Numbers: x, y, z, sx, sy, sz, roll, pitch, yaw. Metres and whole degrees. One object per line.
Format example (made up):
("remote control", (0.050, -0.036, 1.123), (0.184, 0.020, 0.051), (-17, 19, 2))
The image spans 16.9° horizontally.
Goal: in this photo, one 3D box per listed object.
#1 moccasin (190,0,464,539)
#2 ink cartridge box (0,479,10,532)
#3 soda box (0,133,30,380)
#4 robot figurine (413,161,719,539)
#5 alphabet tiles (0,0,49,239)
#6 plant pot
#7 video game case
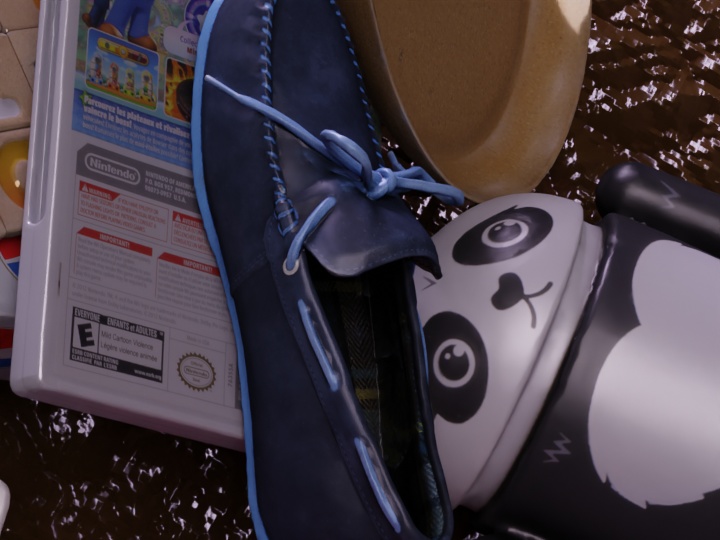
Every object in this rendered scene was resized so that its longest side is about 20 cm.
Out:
("moccasin", (0.000, 0.000, 0.772), (0.080, 0.068, 0.200), (-7, 84, -47))
("ink cartridge box", (-0.194, 0.154, 0.788), (0.116, 0.068, 0.200), (17, 72, -5))
("soda box", (-0.097, 0.000, 0.808), (0.200, 0.068, 0.064), (8, 68, -40))
("robot figurine", (0.101, 0.051, 0.843), (0.200, 0.150, 0.125), (24, 115, -3))
("alphabet tiles", (-0.122, -0.091, 0.779), (0.200, 0.008, 0.167), (-15, 77, -48))
("plant pot", (0.035, -0.123, 0.872), (0.027, 0.200, 0.200), (-1, 69, 27))
("video game case", (-0.047, -0.043, 0.798), (0.143, 0.018, 0.200), (18, 67, -42))
